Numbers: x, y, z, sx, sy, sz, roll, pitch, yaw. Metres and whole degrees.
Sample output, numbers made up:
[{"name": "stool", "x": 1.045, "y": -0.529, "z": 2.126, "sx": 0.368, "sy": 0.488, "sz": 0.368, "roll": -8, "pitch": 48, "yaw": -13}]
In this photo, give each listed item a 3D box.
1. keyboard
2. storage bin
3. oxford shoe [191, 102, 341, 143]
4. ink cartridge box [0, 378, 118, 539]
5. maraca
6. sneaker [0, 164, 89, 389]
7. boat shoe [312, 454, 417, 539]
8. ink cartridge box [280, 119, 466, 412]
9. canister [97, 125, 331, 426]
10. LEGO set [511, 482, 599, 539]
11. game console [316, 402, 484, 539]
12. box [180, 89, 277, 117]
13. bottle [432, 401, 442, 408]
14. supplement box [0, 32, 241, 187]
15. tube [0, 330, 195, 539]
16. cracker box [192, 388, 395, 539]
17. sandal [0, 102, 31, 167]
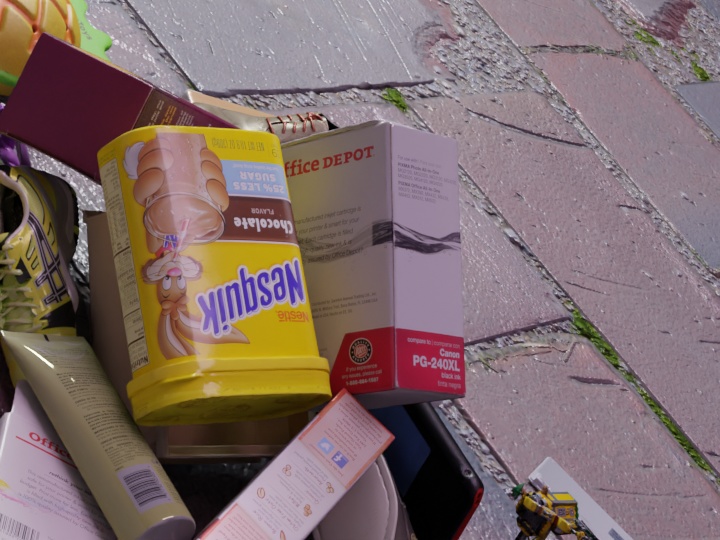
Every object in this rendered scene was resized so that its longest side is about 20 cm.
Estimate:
[{"name": "keyboard", "x": 0.236, "y": 0.253, "z": 1.959, "sx": 0.200, "sy": 0.011, "sz": 0.056, "roll": 45, "pitch": 24, "yaw": 7}, {"name": "storage bin", "x": -0.109, "y": 0.049, "z": 1.635, "sx": 0.198, "sy": 0.094, "sz": 0.200, "roll": 4, "pitch": 78, "yaw": -44}, {"name": "oxford shoe", "x": -0.067, "y": -0.116, "z": 1.808, "sx": 0.200, "sy": 0.075, "sz": 0.070, "roll": 15, "pitch": 41, "yaw": -34}, {"name": "ink cartridge box", "x": -0.219, "y": 0.178, "z": 1.453, "sx": 0.117, "sy": 0.067, "sz": 0.200, "roll": 31, "pitch": 31, "yaw": -18}, {"name": "maraca", "x": -0.296, "y": -0.214, "z": 1.855, "sx": 0.200, "sy": 0.107, "sz": 0.137, "roll": -14, "pitch": 68, "yaw": -56}, {"name": "sneaker", "x": -0.256, "y": 0.013, "z": 1.591, "sx": 0.076, "sy": 0.075, "sz": 0.200, "roll": 25, "pitch": 47, "yaw": -52}, {"name": "boat shoe", "x": 0.011, "y": 0.219, "z": 1.622, "sx": 0.060, "sy": 0.072, "sz": 0.202, "roll": 9, "pitch": 68, "yaw": -67}, {"name": "ink cartridge box", "x": 0.000, "y": 0.000, "z": 1.585, "sx": 0.083, "sy": 0.145, "sz": 0.200, "roll": 9, "pitch": 76, "yaw": -44}, {"name": "canister", "x": -0.107, "y": 0.003, "z": 1.508, "sx": 0.148, "sy": 0.087, "sz": 0.200, "roll": 0, "pitch": 73, "yaw": -39}, {"name": "LEGO set", "x": 0.142, "y": 0.271, "z": 1.678, "sx": 0.116, "sy": 0.154, "sz": 0.200, "roll": 6, "pitch": 41, "yaw": -46}, {"name": "game console", "x": 0.016, "y": 0.146, "z": 1.674, "sx": 0.031, "sy": 0.177, "sz": 0.200, "roll": -19, "pitch": 61, "yaw": -29}, {"name": "box", "x": -0.094, "y": -0.041, "z": 1.864, "sx": 0.152, "sy": 0.106, "sz": 0.200, "roll": 13, "pitch": 39, "yaw": -41}, {"name": "bottle", "x": -0.009, "y": 0.085, "z": 1.816, "sx": 0.200, "sy": 0.084, "sz": 0.065, "roll": 14, "pitch": 38, "yaw": -41}, {"name": "supplement box", "x": -0.181, "y": -0.108, "z": 1.657, "sx": 0.110, "sy": 0.086, "sz": 0.200, "roll": 28, "pitch": 2, "yaw": 20}, {"name": "tube", "x": -0.181, "y": 0.115, "z": 1.473, "sx": 0.200, "sy": 0.052, "sz": 0.058, "roll": 55, "pitch": -11, "yaw": 31}, {"name": "cracker box", "x": -0.074, "y": 0.185, "z": 1.497, "sx": 0.058, "sy": 0.134, "sz": 0.200, "roll": 43, "pitch": 45, "yaw": 2}, {"name": "sandal", "x": -0.275, "y": -0.098, "z": 1.674, "sx": 0.082, "sy": 0.050, "sz": 0.203, "roll": 60, "pitch": -6, "yaw": 36}]
